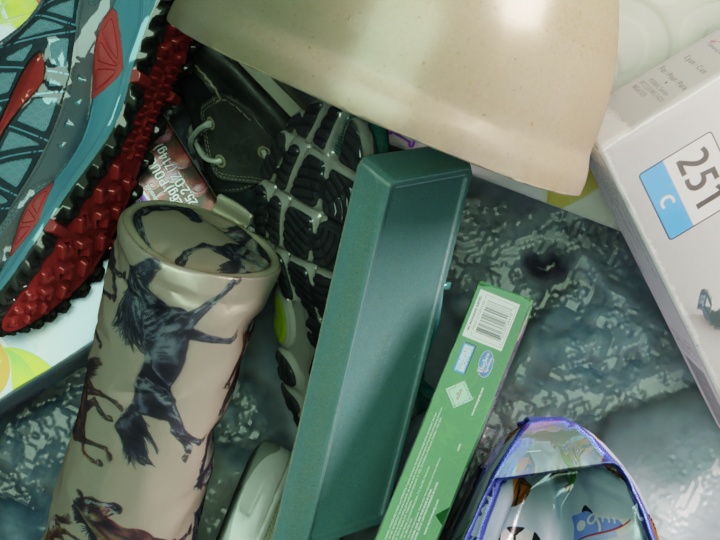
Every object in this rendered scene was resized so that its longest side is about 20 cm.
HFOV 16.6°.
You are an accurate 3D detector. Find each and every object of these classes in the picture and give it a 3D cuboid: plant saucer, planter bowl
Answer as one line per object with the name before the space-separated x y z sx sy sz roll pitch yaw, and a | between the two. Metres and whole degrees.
plant saucer | 0.007 0.038 1.133 0.019 0.070 0.200 29 117 36
planter bowl | 0.032 -0.133 1.086 0.200 0.200 0.135 24 97 2

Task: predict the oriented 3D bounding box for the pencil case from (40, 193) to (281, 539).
pencil case | -0.095 0.066 1.157 0.078 0.089 0.200 18 108 7

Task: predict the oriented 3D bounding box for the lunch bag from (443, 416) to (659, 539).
lunch bag | 0.090 0.168 1.144 0.124 0.170 0.200 -6 85 0

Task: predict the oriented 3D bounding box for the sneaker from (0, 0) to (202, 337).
sneaker | -0.147 -0.066 1.157 0.095 0.079 0.200 21 80 19

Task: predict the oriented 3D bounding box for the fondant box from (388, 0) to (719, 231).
fondant box | 0.100 -0.109 1.207 0.200 0.058 0.144 21 105 2

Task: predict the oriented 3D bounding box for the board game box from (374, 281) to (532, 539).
board game box | 0.030 0.109 1.165 0.029 0.135 0.200 22 83 4

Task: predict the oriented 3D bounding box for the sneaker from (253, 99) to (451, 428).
sneaker | 0.000 0.000 1.171 0.080 0.200 0.078 -25 43 -27

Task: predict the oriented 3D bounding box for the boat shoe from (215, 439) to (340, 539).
boat shoe | -0.054 0.185 1.188 0.065 0.074 0.202 19 74 -3

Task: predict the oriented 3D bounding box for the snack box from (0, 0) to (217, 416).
snack box | -0.177 -0.047 1.213 0.169 0.068 0.200 -31 84 -5

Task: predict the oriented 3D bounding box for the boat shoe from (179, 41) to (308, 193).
boat shoe | -0.056 -0.069 1.212 0.068 0.072 0.200 -41 95 4

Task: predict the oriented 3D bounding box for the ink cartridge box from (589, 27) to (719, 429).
ink cartridge box | 0.217 -0.033 1.179 0.176 0.045 0.200 -32 119 -4
